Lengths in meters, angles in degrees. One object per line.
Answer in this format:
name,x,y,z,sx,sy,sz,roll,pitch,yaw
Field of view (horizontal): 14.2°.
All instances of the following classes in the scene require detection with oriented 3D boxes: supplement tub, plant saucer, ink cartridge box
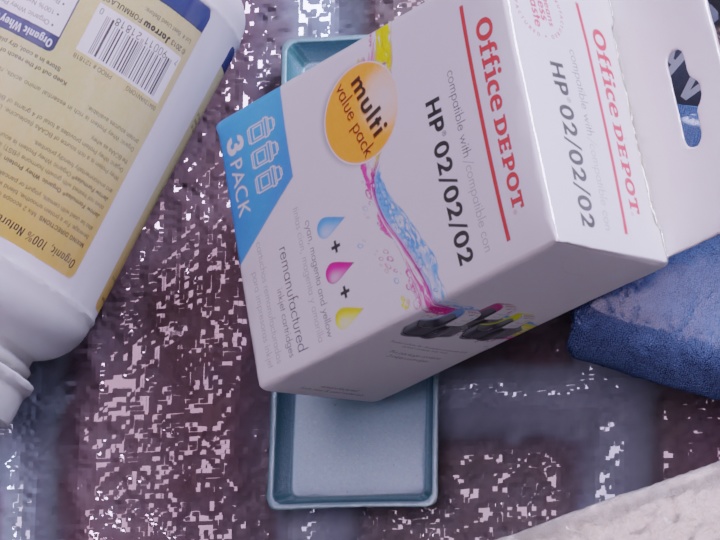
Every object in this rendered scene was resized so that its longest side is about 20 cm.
supplement tub,-0.149,-0.052,1.164,0.144,0.144,0.200,24,80,18
plant saucer,0.000,0.000,1.182,0.070,0.019,0.201,-2,74,12
ink cartridge box,0.042,-0.038,1.088,0.200,0.068,0.115,-27,65,39

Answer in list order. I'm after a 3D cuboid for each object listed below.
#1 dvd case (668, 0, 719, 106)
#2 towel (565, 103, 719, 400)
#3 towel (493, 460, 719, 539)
dvd case,0.154,-0.101,1.174,0.150,0.025,0.200,39,85,20
towel,0.183,0.004,1.107,0.199,0.049,0.112,13,85,3
towel,0.109,0.152,1.105,0.200,0.034,0.133,-19,72,6
